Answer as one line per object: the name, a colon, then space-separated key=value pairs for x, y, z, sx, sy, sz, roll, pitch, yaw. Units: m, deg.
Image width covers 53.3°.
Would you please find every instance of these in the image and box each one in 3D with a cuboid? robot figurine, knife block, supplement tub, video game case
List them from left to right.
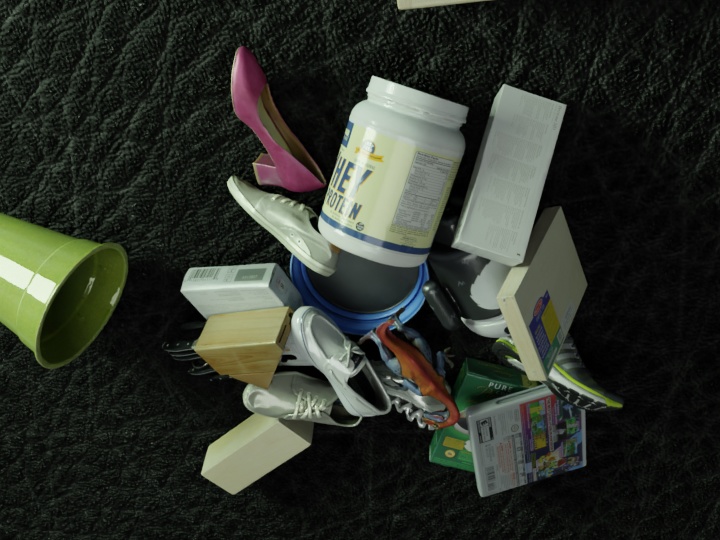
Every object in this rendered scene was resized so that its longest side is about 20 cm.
knife block: x=-0.197 y=0.100 z=1.046 sx=0.175 sy=0.064 sz=0.200 roll=21 pitch=144 yaw=-4
supplement tub: x=0.042 y=-0.120 z=0.873 sx=0.144 sy=0.145 sz=0.201 roll=17 pitch=105 yaw=-2
robot figurine: x=0.165 y=-0.004 z=0.951 sx=0.150 sy=0.125 sz=0.200 roll=-20 pitch=115 yaw=24
video game case: x=0.259 y=0.259 z=1.110 sx=0.181 sy=0.023 sz=0.201 roll=-16 pitch=126 yaw=-2

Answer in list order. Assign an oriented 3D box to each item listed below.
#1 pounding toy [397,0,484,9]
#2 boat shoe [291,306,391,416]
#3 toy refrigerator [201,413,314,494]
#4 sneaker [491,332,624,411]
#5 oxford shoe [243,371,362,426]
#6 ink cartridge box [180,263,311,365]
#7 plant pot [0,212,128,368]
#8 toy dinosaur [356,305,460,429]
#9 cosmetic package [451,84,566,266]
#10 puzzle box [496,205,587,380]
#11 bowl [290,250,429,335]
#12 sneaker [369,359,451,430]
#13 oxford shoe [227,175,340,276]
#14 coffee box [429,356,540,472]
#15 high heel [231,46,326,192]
pounding toy: x=0.129 y=-0.375 z=0.726 sx=0.199 sy=0.142 sz=0.185 roll=-2 pitch=121 yaw=10
boat shoe: x=-0.020 y=0.127 z=1.014 sx=0.065 sy=0.074 sz=0.200 roll=-8 pitch=128 yaw=46
toy refrigerator: x=-0.174 y=0.294 z=1.216 sx=0.076 sy=0.070 sz=0.200 roll=40 pitch=119 yaw=-23
sneaker: x=0.291 y=0.131 z=1.020 sx=0.200 sy=0.081 sz=0.074 roll=33 pitch=163 yaw=1
oxford shoe: x=-0.081 y=0.204 z=1.116 sx=0.199 sy=0.058 sz=0.076 roll=11 pitch=100 yaw=-15
ink cartridge box: x=-0.152 y=0.070 z=1.081 sx=0.162 sy=0.057 sz=0.200 roll=-3 pitch=143 yaw=28
plant pot: x=-0.476 y=0.009 z=1.041 sx=0.189 sy=0.200 sz=0.201 roll=27 pitch=122 yaw=8
toy dinosaur: x=0.075 y=0.152 z=1.010 sx=0.105 sy=0.200 sz=0.182 roll=-38 pitch=86 yaw=12
cosmetic package: x=0.178 y=-0.113 z=0.864 sx=0.082 sy=0.051 sz=0.201 roll=18 pitch=82 yaw=0
puzzle box: x=0.237 y=0.025 z=0.918 sx=0.025 sy=0.200 sz=0.133 roll=-5 pitch=122 yaw=37
bowl: x=0.000 y=0.000 z=1.030 sx=0.200 sy=0.039 sz=0.201 roll=4 pitch=121 yaw=6
sneaker: x=0.047 y=0.168 z=1.112 sx=0.199 sy=0.075 sz=0.081 roll=27 pitch=103 yaw=-6
oxford shoe: x=-0.098 y=-0.071 z=0.960 sx=0.200 sy=0.075 sz=0.058 roll=40 pitch=103 yaw=20
coffee box: x=0.194 y=0.236 z=1.137 sx=0.122 sy=0.044 sz=0.201 roll=13 pitch=122 yaw=-2
high heel: x=-0.102 y=-0.187 z=0.912 sx=0.095 sy=0.067 sz=0.201 roll=6 pitch=127 yaw=17
